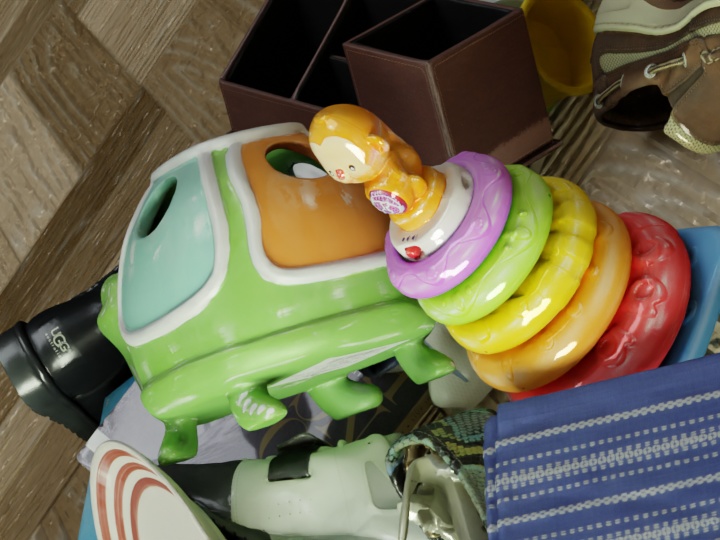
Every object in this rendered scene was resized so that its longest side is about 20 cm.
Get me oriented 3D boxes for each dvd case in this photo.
[{"bbox_3d":[-0.038,0.057,1.187,0.149,0.016,0.200,35,85,35],"label":"dvd case"}]

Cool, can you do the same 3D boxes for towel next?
[{"bbox_3d":[0.119,0.112,0.888,0.145,0.024,0.200,-15,41,15],"label":"towel"}]

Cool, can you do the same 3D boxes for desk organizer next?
[{"bbox_3d":[0.005,-0.100,1.195,0.072,0.077,0.200,-32,30,-29],"label":"desk organizer"}]

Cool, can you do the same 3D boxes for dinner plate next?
[{"bbox_3d":[-0.073,0.169,1.082,0.024,0.200,0.200,-23,16,-21],"label":"dinner plate"}]

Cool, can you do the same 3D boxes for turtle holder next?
[{"bbox_3d":[-0.047,0.010,1.075,0.186,0.141,0.132,133,120,-77],"label":"turtle holder"}]

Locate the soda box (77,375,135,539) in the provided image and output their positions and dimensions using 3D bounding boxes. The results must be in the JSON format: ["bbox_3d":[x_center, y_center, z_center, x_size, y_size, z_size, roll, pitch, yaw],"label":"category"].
[{"bbox_3d":[-0.112,0.143,1.276,0.068,0.064,0.200,-38,32,35],"label":"soda box"}]

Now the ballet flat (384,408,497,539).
[{"bbox_3d":[0.052,0.136,0.962,0.074,0.074,0.200,-48,31,19],"label":"ballet flat"}]

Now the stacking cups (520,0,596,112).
[{"bbox_3d":[0.050,-0.085,1.258,0.200,0.060,0.061,-31,36,49],"label":"stacking cups"}]

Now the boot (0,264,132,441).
[{"bbox_3d":[-0.119,0.030,1.399,0.168,0.076,0.200,-29,-10,2],"label":"boot"}]

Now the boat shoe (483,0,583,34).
[{"bbox_3d":[0.051,-0.135,1.302,0.200,0.071,0.064,-18,46,42],"label":"boat shoe"}]

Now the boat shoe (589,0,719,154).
[{"bbox_3d":[0.168,-0.087,1.042,0.202,0.075,0.075,8,82,69],"label":"boat shoe"}]

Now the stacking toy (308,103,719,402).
[{"bbox_3d":[0.054,-0.011,0.990,0.116,0.200,0.110,-4,57,55],"label":"stacking toy"}]

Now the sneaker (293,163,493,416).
[{"bbox_3d":[0.000,0.000,1.146,0.200,0.075,0.087,30,89,36],"label":"sneaker"}]

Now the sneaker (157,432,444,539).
[{"bbox_3d":[-0.015,0.115,1.101,0.200,0.074,0.089,12,55,36],"label":"sneaker"}]

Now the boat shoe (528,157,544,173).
[{"bbox_3d":[0.016,-0.024,1.237,0.200,0.062,0.073,-36,30,36],"label":"boat shoe"}]
